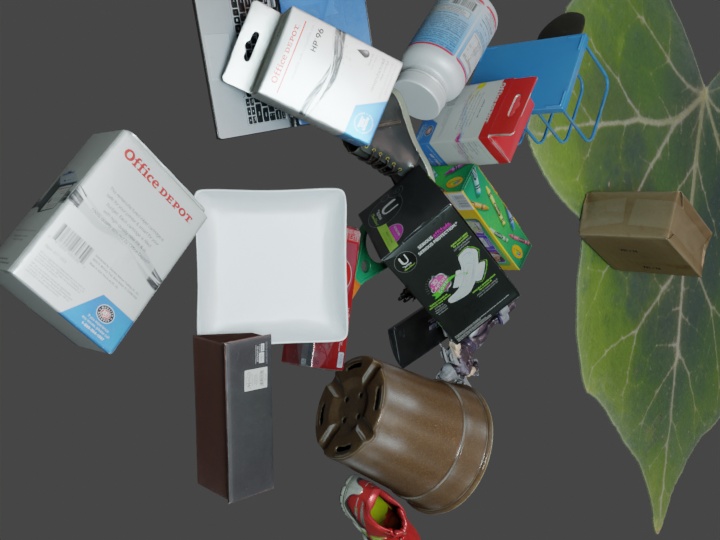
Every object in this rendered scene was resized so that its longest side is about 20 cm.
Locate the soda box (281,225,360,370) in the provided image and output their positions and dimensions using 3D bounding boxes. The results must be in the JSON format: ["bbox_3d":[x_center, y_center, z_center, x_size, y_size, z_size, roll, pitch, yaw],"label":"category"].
[{"bbox_3d":[-0.054,0.035,1.176,0.063,0.070,0.203,12,84,-43],"label":"soda box"}]

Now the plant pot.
[{"bbox_3d":[0.053,0.227,1.221,0.197,0.199,0.203,28,73,-32],"label":"plant pot"}]

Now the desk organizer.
[{"bbox_3d":[-0.162,0.179,1.066,0.071,0.076,0.203,-8,102,-43],"label":"desk organizer"}]

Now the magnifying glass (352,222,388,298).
[{"bbox_3d":[0.000,0.000,1.264,0.080,0.022,0.201,50,57,-33],"label":"magnifying glass"}]

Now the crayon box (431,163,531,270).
[{"bbox_3d":[0.177,-0.083,1.361,0.200,0.118,0.059,48,61,-35],"label":"crayon box"}]

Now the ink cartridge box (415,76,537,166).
[{"bbox_3d":[0.189,-0.228,1.309,0.067,0.199,0.117,41,65,-36],"label":"ink cartridge box"}]

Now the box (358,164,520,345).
[{"bbox_3d":[0.113,-0.024,1.229,0.124,0.149,0.200,-38,122,7],"label":"box"}]

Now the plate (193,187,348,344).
[{"bbox_3d":[-0.115,-0.005,1.094,0.197,0.032,0.203,-2,94,-13],"label":"plate"}]

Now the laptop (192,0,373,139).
[{"bbox_3d":[-0.093,-0.281,1.091,0.199,0.115,0.190,-19,104,-42],"label":"laptop"}]

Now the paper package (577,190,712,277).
[{"bbox_3d":[0.571,-0.074,1.689,0.190,0.199,0.105,33,70,-41],"label":"paper package"}]

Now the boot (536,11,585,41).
[{"bbox_3d":[0.364,-0.395,1.574,0.201,0.073,0.076,-60,147,-18],"label":"boot"}]

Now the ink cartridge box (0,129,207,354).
[{"bbox_3d":[-0.287,-0.033,0.936,0.147,0.085,0.201,49,59,-34],"label":"ink cartridge box"}]

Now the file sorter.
[{"bbox_3d":[0.294,-0.291,1.412,0.122,0.198,0.140,37,67,-42],"label":"file sorter"}]

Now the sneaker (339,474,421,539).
[{"bbox_3d":[0.043,0.390,1.279,0.200,0.084,0.077,51,60,-33],"label":"sneaker"}]

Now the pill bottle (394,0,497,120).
[{"bbox_3d":[0.128,-0.335,1.307,0.109,0.108,0.201,48,61,-34],"label":"pill bottle"}]

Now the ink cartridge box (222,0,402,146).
[{"bbox_3d":[-0.061,-0.251,1.064,0.198,0.068,0.117,22,92,-17],"label":"ink cartridge box"}]

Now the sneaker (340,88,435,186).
[{"bbox_3d":[0.037,-0.162,1.262,0.106,0.074,0.202,-31,104,-33],"label":"sneaker"}]

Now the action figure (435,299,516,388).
[{"bbox_3d":[0.187,0.113,1.406,0.200,0.069,0.131,-48,144,-20],"label":"action figure"}]

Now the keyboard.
[{"bbox_3d":[0.114,0.064,1.376,0.199,0.020,0.129,-29,117,-40],"label":"keyboard"}]
